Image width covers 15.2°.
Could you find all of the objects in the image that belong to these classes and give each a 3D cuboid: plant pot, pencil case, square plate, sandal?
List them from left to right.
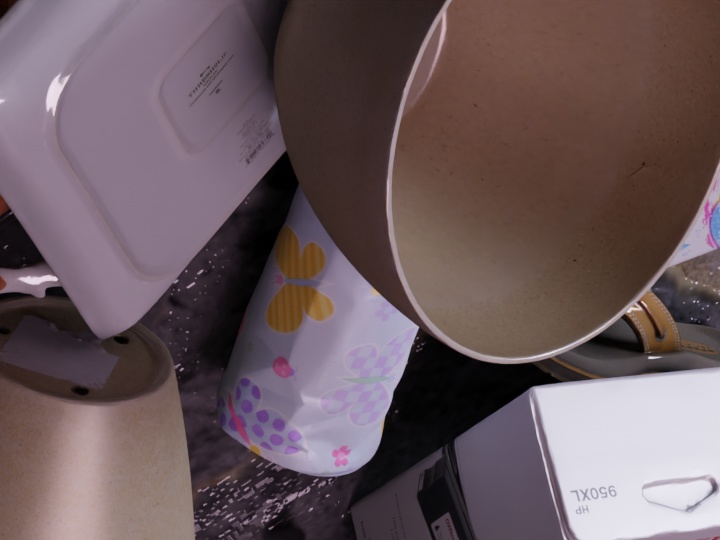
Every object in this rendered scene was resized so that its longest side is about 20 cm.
[{"bbox_3d":[-0.149,0.120,1.212,0.187,0.187,0.200,-3,122,-31],"label":"plant pot"},{"bbox_3d":[-0.069,-0.086,1.121,0.200,0.028,0.198,-50,149,-15],"label":"square plate"},{"bbox_3d":[0.000,0.000,1.267,0.091,0.083,0.200,-9,132,-46],"label":"pencil case"},{"bbox_3d":[0.042,-0.079,1.113,0.200,0.134,0.201,-21,123,-36],"label":"plant pot"},{"bbox_3d":[0.136,0.026,1.380,0.200,0.082,0.055,10,112,-38],"label":"sandal"}]

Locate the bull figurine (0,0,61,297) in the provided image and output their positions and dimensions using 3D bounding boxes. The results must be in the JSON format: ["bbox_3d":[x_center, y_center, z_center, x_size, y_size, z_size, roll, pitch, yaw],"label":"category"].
[{"bbox_3d":[-0.151,-0.060,1.128,0.121,0.065,0.200,24,111,-45],"label":"bull figurine"}]

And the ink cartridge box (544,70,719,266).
[{"bbox_3d":[0.159,-0.087,1.292,0.200,0.085,0.145,-21,135,-18],"label":"ink cartridge box"}]

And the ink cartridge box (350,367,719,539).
[{"bbox_3d":[0.106,0.121,1.373,0.144,0.084,0.200,-5,162,-30],"label":"ink cartridge box"}]
